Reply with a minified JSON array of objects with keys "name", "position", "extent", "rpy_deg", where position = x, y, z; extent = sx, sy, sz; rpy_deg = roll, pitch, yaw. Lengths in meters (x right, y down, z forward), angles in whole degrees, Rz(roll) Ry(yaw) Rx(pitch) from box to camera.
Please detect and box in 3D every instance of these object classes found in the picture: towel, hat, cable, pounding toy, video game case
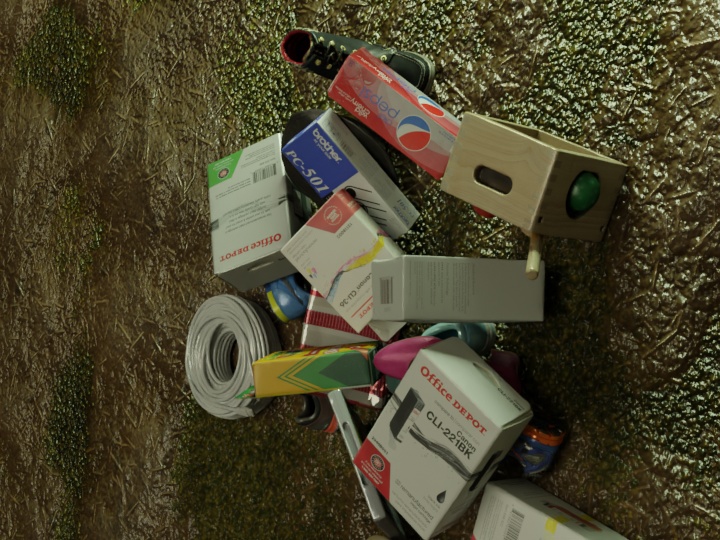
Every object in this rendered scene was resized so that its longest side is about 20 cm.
[{"name":"towel","position":[-0.014,0.092,1.686],"extent":[0.141,0.023,0.204],"rpy_deg":[12,98,5]},{"name":"hat","position":[-0.018,-0.171,1.718],"extent":[0.198,0.081,0.203],"rpy_deg":[21,135,22]},{"name":"cable","position":[-0.209,0.141,1.908],"extent":[0.198,0.068,0.204],"rpy_deg":[-9,80,45]},{"name":"pounding toy","position":[0.211,-0.088,1.415],"extent":[0.199,0.182,0.145],"rpy_deg":[30,108,42]},{"name":"video game case","position":[0.011,0.275,1.604],"extent":[0.022,0.200,0.184],"rpy_deg":[-22,66,2]}]

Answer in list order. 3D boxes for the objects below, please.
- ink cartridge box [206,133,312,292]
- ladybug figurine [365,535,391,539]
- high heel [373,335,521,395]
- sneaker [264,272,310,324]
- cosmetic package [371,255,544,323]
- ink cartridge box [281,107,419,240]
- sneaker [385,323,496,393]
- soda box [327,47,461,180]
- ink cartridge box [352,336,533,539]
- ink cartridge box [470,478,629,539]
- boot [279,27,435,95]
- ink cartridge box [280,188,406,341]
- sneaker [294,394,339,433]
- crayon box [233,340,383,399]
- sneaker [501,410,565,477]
[{"name":"ink cartridge box","position":[-0.155,-0.087,1.801],"extent":[0.144,0.084,0.203],"rpy_deg":[-19,60,23]},{"name":"ladybug figurine","position":[0.052,0.460,1.586],"extent":[0.201,0.071,0.136],"rpy_deg":[53,144,17]},{"name":"high heel","position":[0.109,0.141,1.497],"extent":[0.196,0.096,0.068],"rpy_deg":[7,124,8]},{"name":"sneaker","position":[-0.126,-0.013,1.846],"extent":[0.078,0.066,0.202],"rpy_deg":[-36,58,16]},{"name":"cosmetic package","position":[0.123,0.026,1.470],"extent":[0.113,0.196,0.083],"rpy_deg":[174,96,-68]},{"name":"ink cartridge box","position":[-0.014,-0.125,1.658],"extent":[0.200,0.044,0.094],"rpy_deg":[49,137,-11]},{"name":"sneaker","position":[0.090,0.114,1.596],"extent":[0.199,0.081,0.075],"rpy_deg":[-38,60,36]},{"name":"soda box","position":[0.054,-0.217,1.600],"extent":[0.199,0.063,0.070],"rpy_deg":[37,118,2]},{"name":"ink cartridge box","position":[0.100,0.207,1.446],"extent":[0.144,0.083,0.202],"rpy_deg":[43,120,23]},{"name":"ink cartridge box","position":[0.232,0.366,1.431],"extent":[0.199,0.083,0.148],"rpy_deg":[25,104,44]},{"name":"boot","position":[-0.006,-0.296,1.672],"extent":[0.202,0.152,0.075],"rpy_deg":[23,103,44]},{"name":"ink cartridge box","position":[0.000,0.000,1.625],"extent":[0.200,0.068,0.116],"rpy_deg":[45,104,-1]},{"name":"sneaker","position":[-0.058,0.143,1.734],"extent":[0.077,0.081,0.204],"rpy_deg":[9,93,61]},{"name":"crayon box","position":[-0.071,0.139,1.626],"extent":[0.196,0.127,0.052],"rpy_deg":[-7,92,10]},{"name":"sneaker","position":[0.172,0.210,1.514],"extent":[0.198,0.074,0.080],"rpy_deg":[21,105,46]}]
